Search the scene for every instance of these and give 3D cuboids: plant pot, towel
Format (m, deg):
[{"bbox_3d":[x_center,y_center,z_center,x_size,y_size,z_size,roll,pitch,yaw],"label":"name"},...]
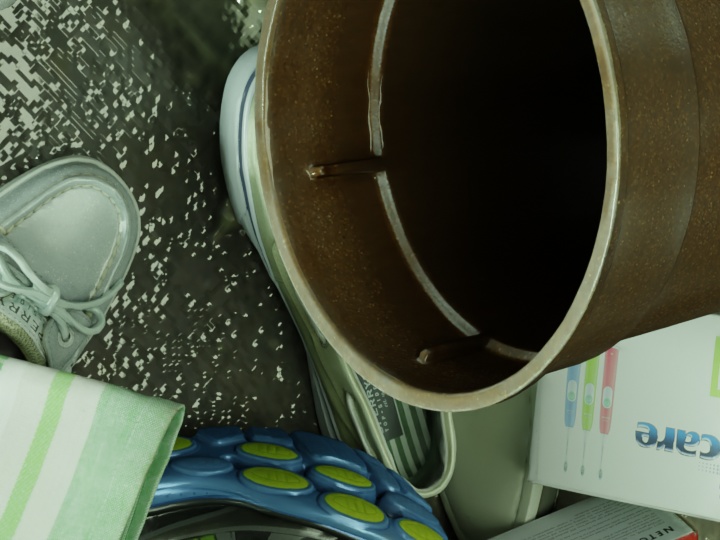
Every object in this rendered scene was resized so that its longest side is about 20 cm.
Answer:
[{"bbox_3d":[0.097,-0.058,1.085,0.197,0.200,0.202,-7,99,-39],"label":"plant pot"},{"bbox_3d":[-0.180,0.093,1.064,0.023,0.199,0.153,60,47,-63],"label":"towel"}]

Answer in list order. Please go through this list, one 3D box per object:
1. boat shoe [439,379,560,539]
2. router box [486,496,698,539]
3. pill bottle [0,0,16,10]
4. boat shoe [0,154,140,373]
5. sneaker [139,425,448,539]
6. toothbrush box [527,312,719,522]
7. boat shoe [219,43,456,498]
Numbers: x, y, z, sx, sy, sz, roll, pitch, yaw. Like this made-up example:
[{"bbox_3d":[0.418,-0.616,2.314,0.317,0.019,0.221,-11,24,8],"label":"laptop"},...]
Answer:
[{"bbox_3d":[0.070,0.025,1.233,0.060,0.072,0.203,-13,110,-41],"label":"boat shoe"},{"bbox_3d":[0.051,0.204,1.225,0.199,0.049,0.180,-21,124,-22],"label":"router box"},{"bbox_3d":[-0.107,-0.204,1.102,0.200,0.112,0.112,-47,112,-13],"label":"pill bottle"},{"bbox_3d":[-0.154,0.040,1.132,0.202,0.065,0.074,-47,112,-14],"label":"boat shoe"},{"bbox_3d":[-0.063,0.111,1.168,0.198,0.071,0.083,1,112,-3],"label":"sneaker"},{"bbox_3d":[0.187,0.055,1.213,0.199,0.145,0.087,-2,99,-50],"label":"toothbrush box"},{"bbox_3d":[0.000,0.000,1.202,0.072,0.062,0.201,-25,106,-21],"label":"boat shoe"}]
